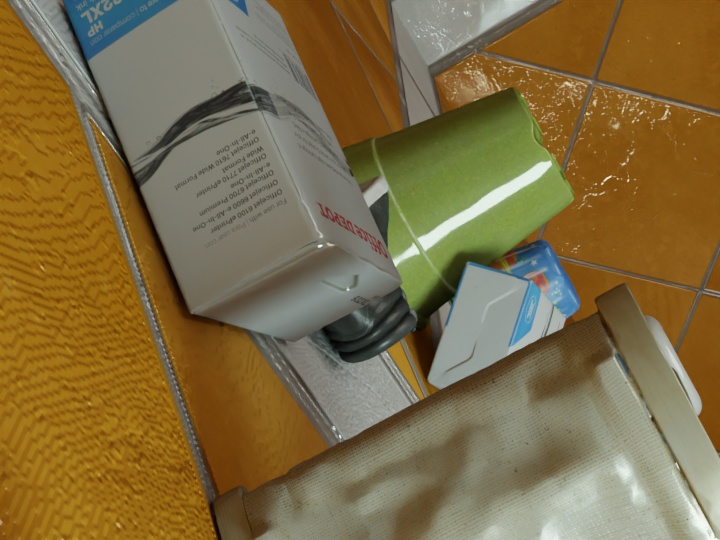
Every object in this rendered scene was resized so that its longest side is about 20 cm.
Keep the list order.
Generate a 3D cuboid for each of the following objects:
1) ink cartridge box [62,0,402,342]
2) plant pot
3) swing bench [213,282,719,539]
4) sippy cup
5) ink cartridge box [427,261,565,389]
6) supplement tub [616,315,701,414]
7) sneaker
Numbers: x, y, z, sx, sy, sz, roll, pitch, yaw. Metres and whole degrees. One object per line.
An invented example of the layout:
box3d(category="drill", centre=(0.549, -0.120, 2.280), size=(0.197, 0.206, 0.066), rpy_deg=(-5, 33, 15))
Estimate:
box3d(category="ink cartridge box", centre=(-0.068, -0.070, 0.633), size=(0.201, 0.083, 0.145), rpy_deg=(65, 13, 17))
box3d(category="plant pot", centre=(0.095, -0.075, 1.062), size=(0.201, 0.189, 0.200), rpy_deg=(57, 14, -22))
box3d(category="swing bench", centre=(0.075, 0.127, 0.514), size=(0.130, 0.198, 0.200), rpy_deg=(66, 14, 22))
box3d(category="sippy cup", centre=(0.190, 0.032, 1.352), size=(0.140, 0.130, 0.178), rpy_deg=(66, 13, 19))
box3d(category="ink cartridge box", centre=(0.139, 0.077, 1.059), size=(0.200, 0.067, 0.117), rpy_deg=(34, 74, -65))
box3d(category="supplement tub", centre=(0.308, 0.158, 1.388), size=(0.141, 0.199, 0.141), rpy_deg=(57, 13, -21))
box3d(category="sneaker", centre=(0.000, 0.000, 0.804), size=(0.100, 0.070, 0.200), rpy_deg=(60, 18, -15))
